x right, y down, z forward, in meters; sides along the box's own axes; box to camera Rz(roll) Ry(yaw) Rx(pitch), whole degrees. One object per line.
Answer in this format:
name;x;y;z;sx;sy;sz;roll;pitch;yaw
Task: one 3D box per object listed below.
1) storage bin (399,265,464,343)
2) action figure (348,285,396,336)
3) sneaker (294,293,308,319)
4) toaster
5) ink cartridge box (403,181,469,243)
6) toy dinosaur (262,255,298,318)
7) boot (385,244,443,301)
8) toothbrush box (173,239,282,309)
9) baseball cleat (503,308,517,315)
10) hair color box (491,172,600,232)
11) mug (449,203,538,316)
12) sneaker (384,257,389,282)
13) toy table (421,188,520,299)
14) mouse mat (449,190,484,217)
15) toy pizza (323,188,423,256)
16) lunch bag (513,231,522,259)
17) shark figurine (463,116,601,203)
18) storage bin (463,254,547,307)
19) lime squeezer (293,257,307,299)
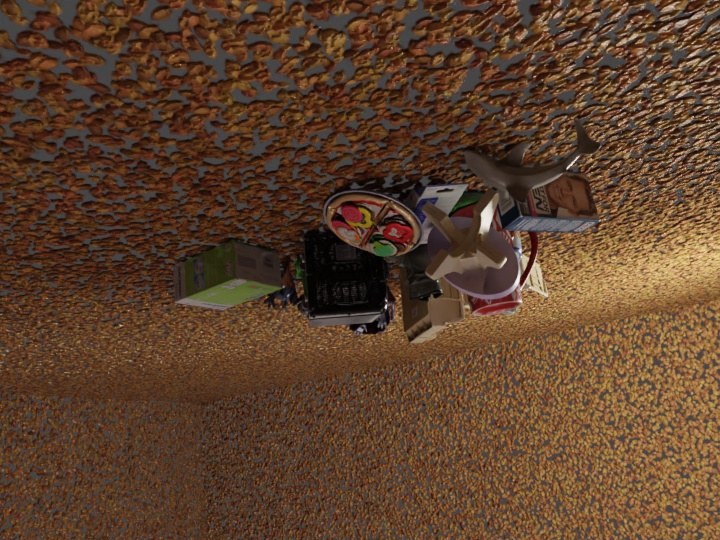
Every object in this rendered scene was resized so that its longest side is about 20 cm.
storage bin;0.172;0.059;1.464;0.090;0.206;0.200;0;162;-14
action figure;0.027;0.067;1.502;0.129;0.203;0.152;9;131;5
sneaker;-0.109;0.062;1.470;0.114;0.075;0.200;-45;170;-9
toaster;-0.031;0.014;1.256;0.192;0.188;0.119;-4;166;-10
ink cartridge box;0.123;-0.112;1.120;0.092;0.038;0.201;-8;155;-23
toy dinosaur;-0.180;0.045;1.453;0.197;0.107;0.180;-32;175;26
boot;0.112;0.003;1.326;0.066;0.136;0.198;0;176;-27
toothbrush box;-0.288;0.015;1.286;0.196;0.089;0.144;-20;160;32
baseball cleat;0.331;0.031;1.541;0.070;0.198;0.107;-49;164;-17
hair color box;0.346;-0.130;1.107;0.194;0.103;0.060;0;159;-26
mug;0.279;-0.025;1.215;0.172;0.207;0.133;-15;162;21
sneaker;0.000;0.000;1.406;0.105;0.073;0.198;-11;171;26
toy table;0.187;-0.044;1.051;0.196;0.187;0.117;25;169;32
mouse mat;0.225;-0.126;1.229;0.194;0.008;0.160;-1;161;-27
toy pizza;0.021;-0.078;1.100;0.193;0.033;0.202;13;152;7
lunch bag;0.304;-0.039;1.434;0.154;0.078;0.201;-8;162;5
shark figurine;0.282;-0.151;0.964;0.208;0.091;0.130;-9;133;22
storage bin;0.407;0.045;1.688;0.195;0.097;0.196;-19;160;29
lime squeezer;-0.133;0.003;1.373;0.037;0.073;0.200;-17;-165;-9
